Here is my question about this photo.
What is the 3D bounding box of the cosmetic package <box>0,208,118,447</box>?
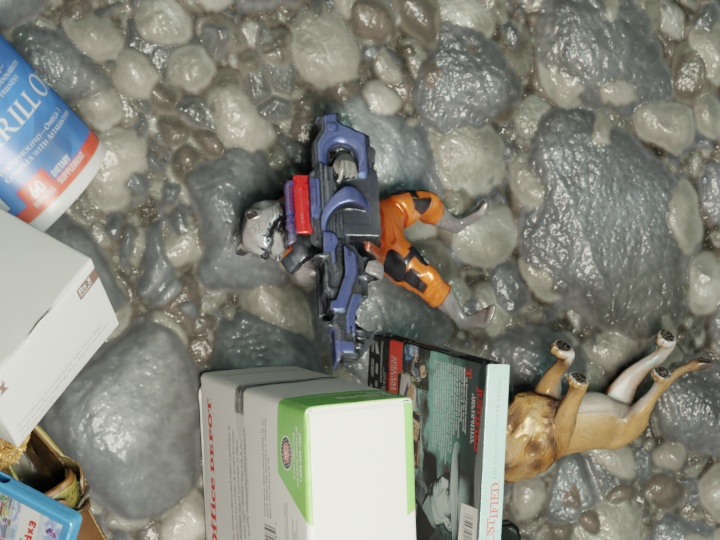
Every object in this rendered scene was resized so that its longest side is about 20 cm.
[{"bbox_3d":[-0.267,0.011,1.361,0.113,0.199,0.081,-50,154,-22],"label":"cosmetic package"}]

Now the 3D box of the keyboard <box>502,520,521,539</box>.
[{"bbox_3d":[0.039,0.258,1.632,0.198,0.040,0.105,-6,79,-24],"label":"keyboard"}]

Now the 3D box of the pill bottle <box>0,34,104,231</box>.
[{"bbox_3d":[-0.275,-0.114,1.423,0.112,0.112,0.200,-48,110,-12],"label":"pill bottle"}]

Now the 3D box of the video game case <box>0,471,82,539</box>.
[{"bbox_3d":[-0.285,0.173,1.379,0.199,0.018,0.144,26,114,12],"label":"video game case"}]

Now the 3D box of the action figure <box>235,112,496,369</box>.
[{"bbox_3d":[0.000,0.000,1.550,0.192,0.105,0.201,15,59,-17],"label":"action figure"}]

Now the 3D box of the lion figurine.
[{"bbox_3d":[0.173,0.113,1.646,0.199,0.073,0.123,2,127,-29],"label":"lion figurine"}]

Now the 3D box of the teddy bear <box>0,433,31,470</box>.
[{"bbox_3d":[-0.299,0.075,1.418,0.198,0.067,0.146,8,69,14],"label":"teddy bear"}]

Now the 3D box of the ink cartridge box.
[{"bbox_3d":[-0.039,0.151,1.495,0.083,0.200,0.147,-5,96,-24],"label":"ink cartridge box"}]

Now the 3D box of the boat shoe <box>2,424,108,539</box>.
[{"bbox_3d":[-0.222,0.164,1.478,0.200,0.068,0.072,51,34,-19],"label":"boat shoe"}]

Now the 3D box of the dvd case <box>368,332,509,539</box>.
[{"bbox_3d":[0.051,0.127,1.530,0.022,0.200,0.147,1,93,-22],"label":"dvd case"}]
